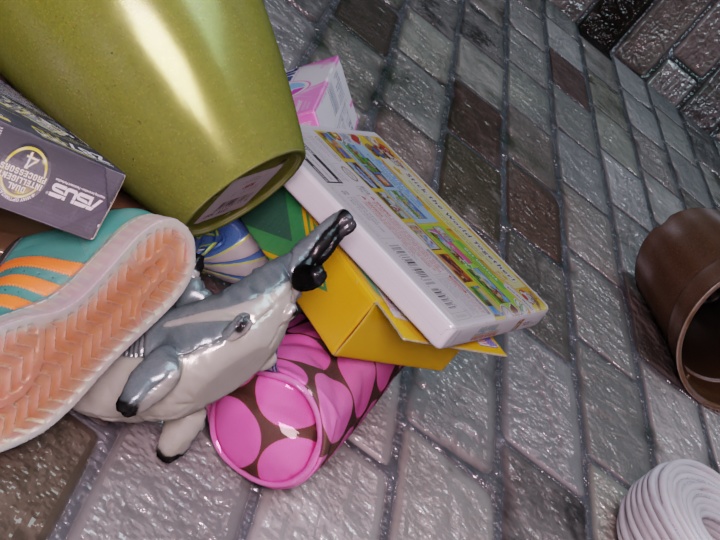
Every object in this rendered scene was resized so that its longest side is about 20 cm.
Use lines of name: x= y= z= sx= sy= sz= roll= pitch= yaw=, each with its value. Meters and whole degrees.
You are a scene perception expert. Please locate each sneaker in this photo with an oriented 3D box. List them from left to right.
sneaker: x=-0.183 y=0.030 z=0.717 sx=0.079 sy=0.072 sz=0.200 roll=14 pitch=40 yaw=36
sneaker: x=-0.150 y=-0.027 z=0.913 sx=0.199 sy=0.076 sz=0.106 roll=29 pitch=37 yaw=-10

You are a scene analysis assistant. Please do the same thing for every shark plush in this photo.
shark plush: x=-0.090 y=0.022 z=0.763 sx=0.083 sy=0.200 sz=0.091 roll=50 pitch=2 yaw=28

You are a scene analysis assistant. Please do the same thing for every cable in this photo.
cable: x=0.308 y=0.256 z=1.112 sx=0.200 sy=0.069 sz=0.199 roll=51 pitch=25 yaw=20

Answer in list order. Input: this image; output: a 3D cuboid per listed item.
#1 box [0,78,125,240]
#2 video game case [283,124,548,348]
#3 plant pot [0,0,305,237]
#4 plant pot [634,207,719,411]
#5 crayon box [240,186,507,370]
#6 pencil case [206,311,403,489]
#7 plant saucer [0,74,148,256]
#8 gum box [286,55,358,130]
box: x=-0.243 y=-0.094 z=0.684 sx=0.161 sy=0.049 sz=0.199 roll=32 pitch=5 yaw=37
video game case: x=0.029 y=-0.029 z=0.912 sx=0.200 sy=0.023 sz=0.181 roll=46 pitch=21 yaw=18
plant pot: x=-0.125 y=-0.129 z=0.809 sx=0.201 sy=0.187 sz=0.187 roll=56 pitch=25 yaw=7
plant pot: x=0.438 y=0.032 z=1.568 sx=0.199 sy=0.201 sz=0.199 roll=30 pitch=19 yaw=-25
crayon box: x=0.000 y=0.000 z=0.904 sx=0.125 sy=0.052 sz=0.201 roll=13 pitch=33 yaw=-50
pencil case: x=-0.034 y=0.071 z=0.894 sx=0.093 sy=0.092 sz=0.200 roll=17 pitch=17 yaw=15
plant saucer: x=-0.218 y=-0.064 z=0.826 sx=0.198 sy=0.030 sz=0.201 roll=17 pitch=43 yaw=-16
gum box: x=-0.070 y=-0.116 z=1.087 sx=0.200 sy=0.112 sz=0.067 roll=-77 pitch=151 yaw=-68
